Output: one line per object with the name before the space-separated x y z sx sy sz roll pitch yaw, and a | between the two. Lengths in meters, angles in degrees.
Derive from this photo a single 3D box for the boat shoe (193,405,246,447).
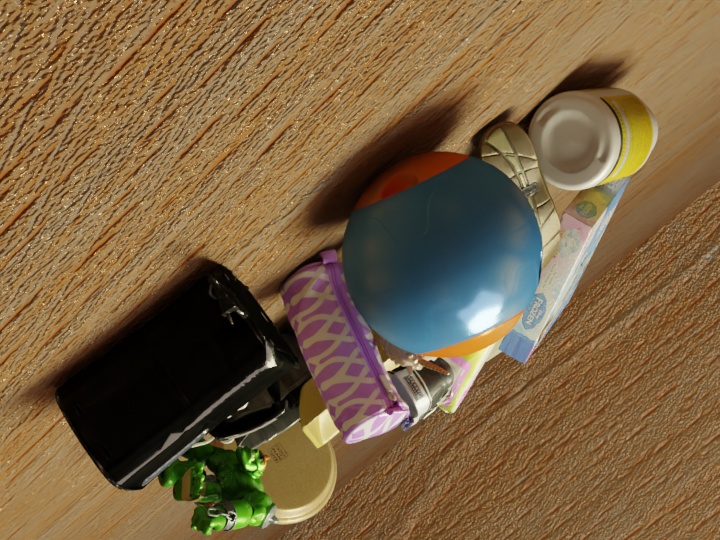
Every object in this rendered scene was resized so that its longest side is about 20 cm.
boat shoe | -0.165 0.151 1.513 0.085 0.075 0.202 16 127 -35

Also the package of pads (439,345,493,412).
package of pads | 0.142 0.061 1.633 0.155 0.068 0.201 -49 166 -54

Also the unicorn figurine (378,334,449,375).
unicorn figurine | 0.049 0.040 1.467 0.074 0.201 0.137 -38 164 26

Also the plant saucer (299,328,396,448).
plant saucer | 0.002 0.127 1.649 0.199 0.049 0.200 -38 167 -6

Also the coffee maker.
coffee maker | -0.177 0.094 1.240 0.199 0.135 0.192 -38 145 1

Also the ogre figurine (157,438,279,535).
ogre figurine | -0.172 0.249 1.584 0.119 0.100 0.199 17 176 -33

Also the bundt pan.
bundt pan | -0.095 0.135 1.678 0.201 0.076 0.202 -37 166 -11

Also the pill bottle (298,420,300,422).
pill bottle | -0.031 0.156 1.866 0.112 0.112 0.200 -39 168 12

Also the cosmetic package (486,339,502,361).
cosmetic package | 0.190 0.012 1.814 0.105 0.071 0.201 -41 -159 39

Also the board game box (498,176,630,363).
board game box | 0.252 -0.012 1.642 0.200 0.043 0.201 -42 157 -58

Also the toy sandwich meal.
toy sandwich meal | -0.124 0.259 1.834 0.204 0.206 0.070 -27 163 -38

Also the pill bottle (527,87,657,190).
pill bottle | 0.282 -0.159 1.578 0.111 0.112 0.199 -43 167 29

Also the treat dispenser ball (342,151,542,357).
treat dispenser ball | 0.081 -0.016 1.322 0.200 0.202 0.201 -35 168 -8

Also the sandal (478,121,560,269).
sandal | 0.173 -0.080 1.501 0.079 0.202 0.054 -20 -151 -5

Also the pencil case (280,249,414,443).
pencil case | -0.017 0.087 1.437 0.083 0.202 0.086 -14 158 -34

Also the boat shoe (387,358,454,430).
boat shoe | 0.064 0.130 1.527 0.068 0.074 0.200 -29 170 -12
